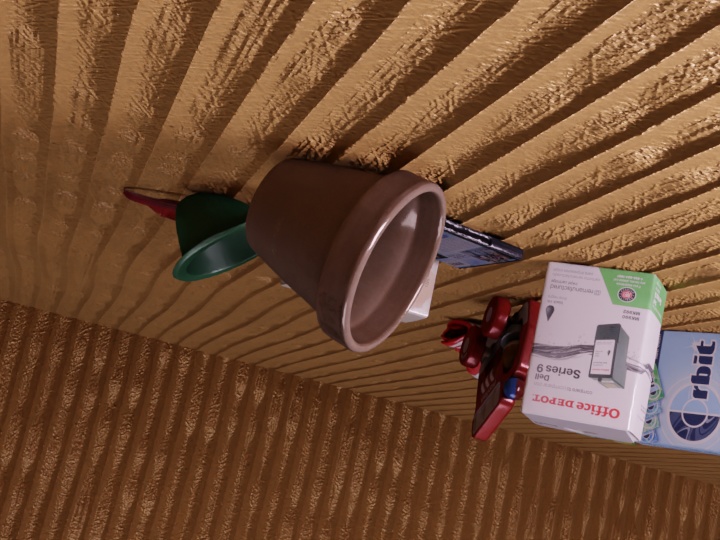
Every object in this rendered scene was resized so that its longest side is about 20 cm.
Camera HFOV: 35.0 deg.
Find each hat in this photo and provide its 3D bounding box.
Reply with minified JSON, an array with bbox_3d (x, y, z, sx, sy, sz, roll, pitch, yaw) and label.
[{"bbox_3d":[-0.214,-0.097,1.534,0.198,0.178,0.166,-25,167,-5],"label":"hat"}]

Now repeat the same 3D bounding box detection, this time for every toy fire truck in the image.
[{"bbox_3d":[0.226,0.147,1.747,0.111,0.170,0.201,19,138,-10],"label":"toy fire truck"}]

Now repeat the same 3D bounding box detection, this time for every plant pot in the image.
[{"bbox_3d":[-0.029,-0.036,1.251,0.173,0.202,0.200,26,174,22],"label":"plant pot"}]

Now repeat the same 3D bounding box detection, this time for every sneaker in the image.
[{"bbox_3d":[0.196,0.131,2.068,0.114,0.079,0.200,22,156,-2],"label":"sneaker"}]

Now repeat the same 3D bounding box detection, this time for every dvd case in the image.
[{"bbox_3d":[0.089,-0.044,1.447,0.198,0.018,0.142,20,166,-27],"label":"dvd case"}]

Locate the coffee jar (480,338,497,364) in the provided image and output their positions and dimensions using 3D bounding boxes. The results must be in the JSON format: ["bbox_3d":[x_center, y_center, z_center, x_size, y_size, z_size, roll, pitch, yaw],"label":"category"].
[{"bbox_3d":[0.305,0.148,1.944,0.198,0.087,0.104,21,156,-31],"label":"coffee jar"}]

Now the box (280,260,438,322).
[{"bbox_3d":[0.000,0.000,1.569,0.197,0.096,0.078,16,168,-20],"label":"box"}]

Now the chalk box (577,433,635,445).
[{"bbox_3d":[0.476,0.257,2.188,0.122,0.126,0.200,9,169,20],"label":"chalk box"}]

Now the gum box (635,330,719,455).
[{"bbox_3d":[0.501,0.178,1.665,0.198,0.173,0.044,1,164,45],"label":"gum box"}]

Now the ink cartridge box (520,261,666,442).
[{"bbox_3d":[0.297,0.103,1.454,0.144,0.203,0.084,7,166,25],"label":"ink cartridge box"}]
